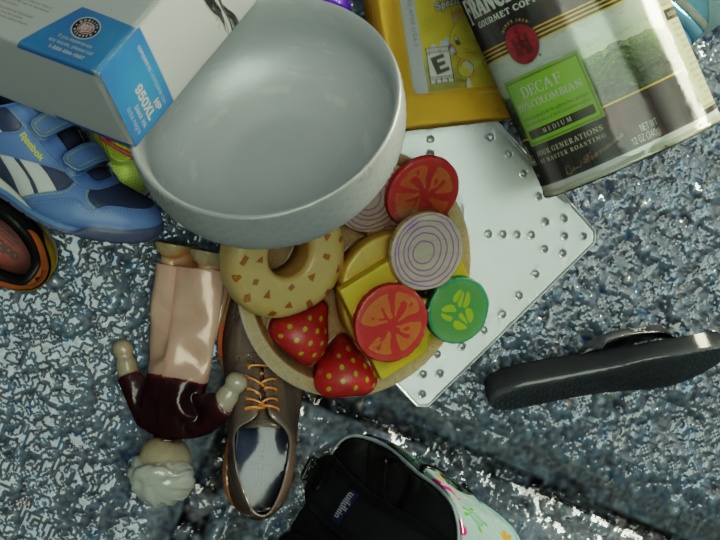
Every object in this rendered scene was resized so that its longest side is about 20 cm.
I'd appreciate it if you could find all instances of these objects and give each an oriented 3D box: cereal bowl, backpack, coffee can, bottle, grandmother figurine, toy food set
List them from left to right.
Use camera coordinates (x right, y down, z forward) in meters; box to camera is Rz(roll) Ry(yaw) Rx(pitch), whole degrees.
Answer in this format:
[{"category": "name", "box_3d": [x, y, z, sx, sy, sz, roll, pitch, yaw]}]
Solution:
[{"category": "grandmother figurine", "box_3d": [-0.137, 0.083, 1.458, 0.060, 0.121, 0.201, 8, 93, -50]}, {"category": "cereal bowl", "box_3d": [-0.061, -0.093, 1.350, 0.199, 0.083, 0.201, -6, 54, 8]}, {"category": "bottle", "box_3d": [-0.052, -0.157, 1.454, 0.065, 0.083, 0.201, 18, 88, -42]}, {"category": "toy food set", "box_3d": [0.000, 0.000, 1.436, 0.197, 0.049, 0.201, -32, 113, -14]}, {"category": "backpack", "box_3d": [0.035, 0.235, 1.431, 0.150, 0.200, 0.178, 30, 87, -29]}, {"category": "coffee can", "box_3d": [0.162, -0.174, 1.409, 0.146, 0.146, 0.201, -25, 93, -6]}]

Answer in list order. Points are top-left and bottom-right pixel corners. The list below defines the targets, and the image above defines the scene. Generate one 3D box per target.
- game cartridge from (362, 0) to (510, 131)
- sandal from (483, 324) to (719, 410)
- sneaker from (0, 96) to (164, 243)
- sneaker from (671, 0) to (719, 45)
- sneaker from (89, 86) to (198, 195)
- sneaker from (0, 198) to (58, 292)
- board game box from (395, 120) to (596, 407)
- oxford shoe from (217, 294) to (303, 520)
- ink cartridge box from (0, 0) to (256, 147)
[{"category": "game cartridge", "box_3d": [0.088, -0.214, 1.481, 0.175, 0.032, 0.201, -8, 90, -16]}, {"category": "sandal", "box_3d": [0.195, 0.068, 1.512, 0.199, 0.076, 0.043, -8, 67, -9]}, {"category": "sneaker", "box_3d": [-0.227, -0.086, 1.396, 0.199, 0.074, 0.083, 29, 107, 10]}, {"category": "sneaker", "box_3d": [0.208, -0.250, 1.491, 0.131, 0.080, 0.200, -44, 97, -5]}, {"category": "sneaker", "box_3d": [-0.161, -0.129, 1.436, 0.078, 0.090, 0.201, 28, 90, -10]}, {"category": "sneaker", "box_3d": [-0.309, -0.054, 1.417, 0.200, 0.090, 0.070, 36, 87, -9]}, {"category": "board game box", "box_3d": [0.051, -0.030, 1.505, 0.200, 0.026, 0.200, -44, 98, -5]}, {"category": "oxford shoe", "box_3d": [-0.071, 0.092, 1.468, 0.071, 0.073, 0.201, -2, 93, -8]}, {"category": "ink cartridge box", "box_3d": [-0.164, -0.201, 1.350, 0.144, 0.084, 0.200, 22, 63, 31]}]
